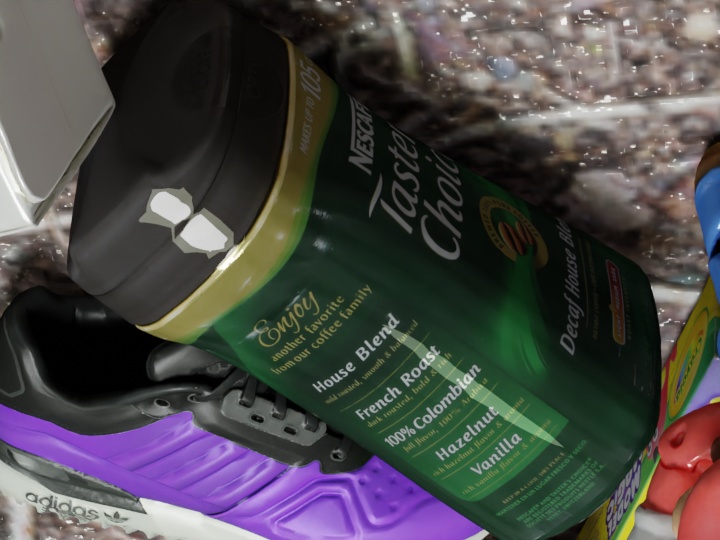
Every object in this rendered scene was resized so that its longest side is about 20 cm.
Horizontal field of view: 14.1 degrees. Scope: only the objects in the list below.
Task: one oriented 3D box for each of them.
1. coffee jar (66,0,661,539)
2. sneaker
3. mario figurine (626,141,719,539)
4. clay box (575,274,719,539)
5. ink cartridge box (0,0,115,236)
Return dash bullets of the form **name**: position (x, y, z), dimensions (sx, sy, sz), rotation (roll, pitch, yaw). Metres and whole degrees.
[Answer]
- **coffee jar**: position (0.000, 0.000, 0.931), dimensions (0.200, 0.104, 0.085), rotation (31, 127, -25)
- **sneaker**: position (-0.039, 0.048, 1.018), dimensions (0.199, 0.070, 0.100), rotation (8, 137, -1)
- **mario figurine**: position (0.144, 0.049, 0.890), dimensions (0.106, 0.200, 0.124), rotation (16, 139, -9)
- **clay box**: position (0.150, 0.087, 1.049), dimensions (0.115, 0.048, 0.200), rotation (12, 138, -6)
- **ink cartridge box**: position (-0.193, -0.073, 0.863), dimensions (0.199, 0.083, 0.147), rotation (-12, 114, 21)
